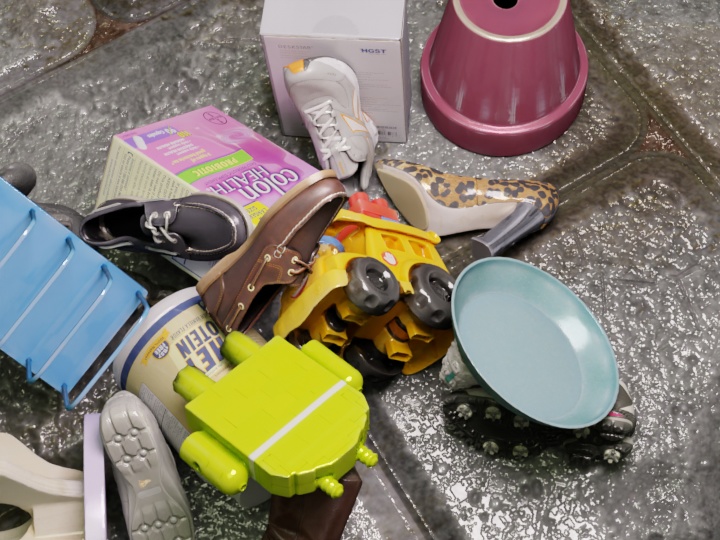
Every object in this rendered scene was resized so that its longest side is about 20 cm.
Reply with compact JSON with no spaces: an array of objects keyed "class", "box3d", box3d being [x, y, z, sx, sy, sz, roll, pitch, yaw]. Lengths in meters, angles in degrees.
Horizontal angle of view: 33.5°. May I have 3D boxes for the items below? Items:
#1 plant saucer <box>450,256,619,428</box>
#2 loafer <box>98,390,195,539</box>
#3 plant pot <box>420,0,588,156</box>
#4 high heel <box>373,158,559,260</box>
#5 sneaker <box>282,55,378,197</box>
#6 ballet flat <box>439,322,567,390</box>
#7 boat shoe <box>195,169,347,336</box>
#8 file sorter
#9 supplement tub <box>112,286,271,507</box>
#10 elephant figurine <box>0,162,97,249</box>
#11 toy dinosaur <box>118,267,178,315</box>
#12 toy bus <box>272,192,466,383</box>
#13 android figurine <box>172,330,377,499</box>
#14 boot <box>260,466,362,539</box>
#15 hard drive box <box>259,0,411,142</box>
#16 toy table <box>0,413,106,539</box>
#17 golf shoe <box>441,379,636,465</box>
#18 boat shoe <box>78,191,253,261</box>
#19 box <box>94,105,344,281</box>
[{"class":"plant saucer","box3d":[0.167,0.077,1.191,0.199,0.036,0.201,20,45,-21]},{"class":"loafer","box3d":[-0.208,0.214,1.193,0.069,0.070,0.201,-13,107,-2]},{"class":"plant pot","box3d":[0.168,-0.260,1.374,0.199,0.179,0.201,-1,64,3]},{"class":"high heel","box3d":[0.123,-0.094,1.372,0.142,0.072,0.200,-33,56,-31]},{"class":"sneaker","box3d":[-0.026,-0.156,1.323,0.075,0.200,0.092,-13,60,18]},{"class":"ballet flat","box3d":[0.154,0.076,1.262,0.199,0.072,0.072,-18,59,-40]},{"class":"boat shoe","box3d":[-0.077,-0.011,1.151,0.200,0.070,0.071,-45,66,29]},{"class":"file sorter","box3d":[-0.324,0.024,1.177,0.200,0.123,0.139,40,87,-18]},{"class":"supplement tub","box3d":[-0.141,0.129,1.225,0.144,0.145,0.200,-41,68,-15]},{"class":"elephant figurine","box3d":[-0.372,-0.043,1.291,0.141,0.200,0.156,8,63,14]},{"class":"toy dinosaur","box3d":[-0.283,0.026,1.303,0.088,0.199,0.047,-54,36,9]},{"class":"toy bus","box3d":[0.000,0.000,1.248,0.199,0.136,0.193,12,49,-38]},{"class":"android figurine","box3d":[-0.074,0.134,1.098,0.200,0.041,0.182,32,52,27]},{"class":"boot","box3d":[-0.016,0.258,1.129,0.186,0.201,0.064,22,25,15]},{"class":"hard drive box","box3d":[-0.022,-0.234,1.363,0.155,0.200,0.077,4,64,5]},{"class":"toy table","box3d":[-0.309,0.237,1.180,0.116,0.185,0.200,-3,38,-12]},{"class":"golf shoe","box3d":[0.185,0.147,1.244,0.199,0.078,0.088,7,41,9]},{"class":"boat shoe","box3d":[-0.198,-0.039,1.201,0.199,0.073,0.063,5,20,32]},{"class":"box","box3d":[-0.152,-0.079,1.307,0.199,0.097,0.176,33,31,18]}]
